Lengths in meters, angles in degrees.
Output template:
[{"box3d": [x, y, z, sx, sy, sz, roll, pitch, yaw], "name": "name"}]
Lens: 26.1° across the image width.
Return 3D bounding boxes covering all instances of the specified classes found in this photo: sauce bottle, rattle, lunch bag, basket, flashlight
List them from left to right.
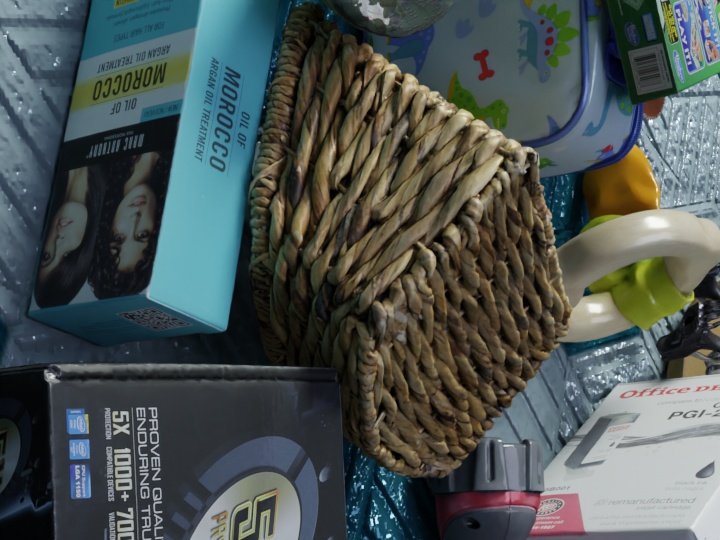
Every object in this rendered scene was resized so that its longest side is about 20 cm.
[{"box3d": [-0.008, -0.160, 0.752, 0.064, 0.200, 0.065, -5, 109, -15], "name": "sauce bottle"}, {"box3d": [0.000, 0.000, 0.760, 0.143, 0.149, 0.200, -48, 154, -12], "name": "basket"}, {"box3d": [0.074, 0.196, 0.876, 0.068, 0.068, 0.201, 21, 66, -60], "name": "flashlight"}, {"box3d": [0.082, -0.148, 0.870, 0.082, 0.160, 0.201, 12, 74, -50], "name": "lunch bag"}, {"box3d": [0.121, -0.029, 0.978, 0.199, 0.130, 0.144, -4, 76, -25], "name": "rattle"}]

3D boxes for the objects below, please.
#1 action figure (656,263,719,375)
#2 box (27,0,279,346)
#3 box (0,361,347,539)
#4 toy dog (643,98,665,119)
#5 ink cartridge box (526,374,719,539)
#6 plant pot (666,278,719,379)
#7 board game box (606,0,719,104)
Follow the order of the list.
[{"box3d": [0.287, 0.080, 1.101, 0.200, 0.102, 0.119, 51, 37, -32], "name": "action figure"}, {"box3d": [-0.090, -0.070, 0.705, 0.049, 0.082, 0.201, 27, 63, -45], "name": "box"}, {"box3d": [-0.085, 0.140, 0.615, 0.163, 0.086, 0.201, 7, 78, -51], "name": "box"}, {"box3d": [0.154, -0.140, 1.008, 0.199, 0.097, 0.132, 5, 38, -23], "name": "toy dog"}, {"box3d": [0.194, 0.145, 0.977, 0.200, 0.145, 0.085, -36, 111, -48], "name": "ink cartridge box"}, {"box3d": [0.282, 0.105, 1.191, 0.199, 0.027, 0.202, 10, 77, -50], "name": "plant pot"}, {"box3d": [0.156, -0.200, 0.828, 0.134, 0.029, 0.201, -27, 105, -55], "name": "board game box"}]
